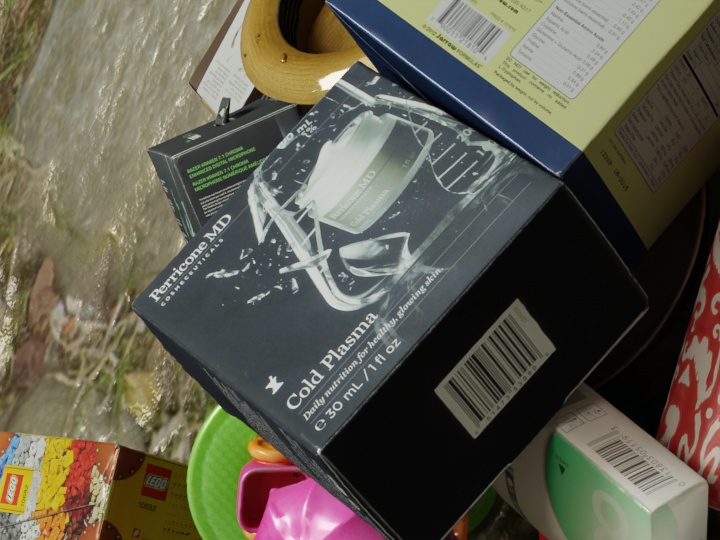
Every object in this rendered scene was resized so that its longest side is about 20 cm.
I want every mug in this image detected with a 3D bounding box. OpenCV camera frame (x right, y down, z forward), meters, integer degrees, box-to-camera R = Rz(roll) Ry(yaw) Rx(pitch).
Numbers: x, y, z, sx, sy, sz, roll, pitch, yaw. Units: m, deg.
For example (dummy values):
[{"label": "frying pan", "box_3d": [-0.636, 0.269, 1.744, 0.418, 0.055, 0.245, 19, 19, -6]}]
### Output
[{"label": "mug", "box_3d": [0.247, 0.038, 1.500, 0.133, 0.177, 0.201, 19, 93, 8]}]

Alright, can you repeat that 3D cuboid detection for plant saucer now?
[{"label": "plant saucer", "box_3d": [0.139, -0.009, 1.586, 0.200, 0.037, 0.201, -28, 49, 38]}]

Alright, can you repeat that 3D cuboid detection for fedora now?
[{"label": "fedora", "box_3d": [0.016, -0.165, 1.699, 0.200, 0.082, 0.201, -22, 41, 20]}]

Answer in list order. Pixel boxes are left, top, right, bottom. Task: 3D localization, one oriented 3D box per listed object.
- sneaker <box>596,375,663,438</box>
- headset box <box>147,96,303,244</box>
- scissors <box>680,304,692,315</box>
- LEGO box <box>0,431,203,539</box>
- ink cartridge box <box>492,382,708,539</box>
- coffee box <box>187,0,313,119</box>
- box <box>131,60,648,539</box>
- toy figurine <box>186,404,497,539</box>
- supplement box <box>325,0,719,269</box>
[{"label": "sneaker", "box_3d": [0.135, 0.107, 1.616, 0.081, 0.076, 0.200, -70, 25, 17]}, {"label": "headset box", "box_3d": [-0.063, -0.018, 1.761, 0.174, 0.092, 0.201, -160, 46, -80]}, {"label": "scissors", "box_3d": [0.142, 0.012, 1.701, 0.073, 0.014, 0.200, -59, 40, 9]}, {"label": "LEGO box", "box_3d": [-0.139, 0.174, 1.809, 0.149, 0.199, 0.078, 1, 75, 49]}, {"label": "ink cartridge box", "box_3d": [0.132, 0.166, 1.511, 0.161, 0.050, 0.201, 39, 140, 45]}, {"label": "coffee box", "box_3d": [-0.021, -0.182, 1.900, 0.201, 0.114, 0.080, -57, 40, 14]}, {"label": "box", "box_3d": [0.015, 0.019, 1.478, 0.200, 0.124, 0.196, -48, 42, -8]}, {"label": "toy figurine", "box_3d": [0.002, 0.155, 1.580, 0.184, 0.199, 0.151, -118, 32, -73]}, {"label": "supplement box", "box_3d": [0.130, -0.149, 1.511, 0.200, 0.134, 0.200, -48, 58, -4]}]
